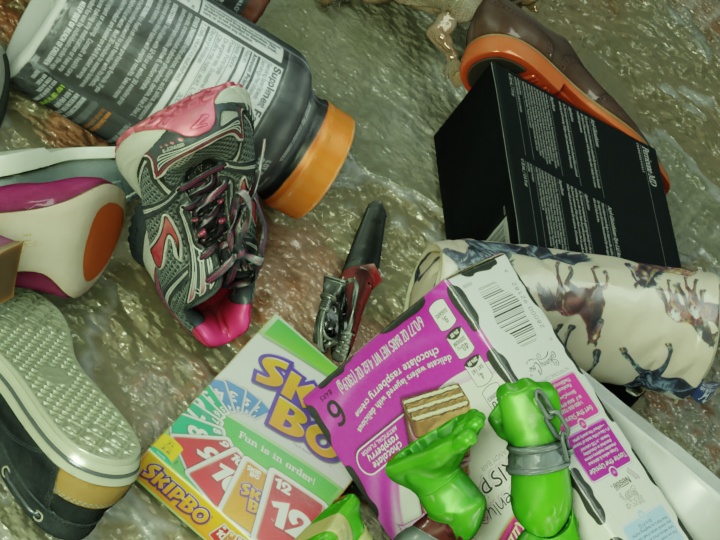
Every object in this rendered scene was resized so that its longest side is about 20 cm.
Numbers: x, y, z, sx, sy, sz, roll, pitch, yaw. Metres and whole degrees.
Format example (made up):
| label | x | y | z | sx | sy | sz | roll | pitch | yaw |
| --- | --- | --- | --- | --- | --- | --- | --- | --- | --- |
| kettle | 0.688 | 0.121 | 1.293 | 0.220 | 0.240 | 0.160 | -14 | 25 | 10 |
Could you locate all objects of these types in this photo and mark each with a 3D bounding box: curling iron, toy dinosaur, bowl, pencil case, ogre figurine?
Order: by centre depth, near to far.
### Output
| label | x | y | z | sx | sy | sz | roll | pitch | yaw |
| --- | --- | --- | --- | --- | --- | --- | --- | --- | --- |
| ogre figurine | 0.040 | 0.154 | 1.512 | 0.200 | 0.098 | 0.120 | -40 | 100 | -21 |
| bowl | 0.167 | 0.136 | 1.688 | 0.200 | 0.075 | 0.200 | 38 | 2 | -46 |
| curling iron | 0.000 | 0.000 | 1.780 | 0.025 | 0.050 | 0.200 | 11 | 23 | 6 |
| pencil case | 0.119 | 0.032 | 1.782 | 0.199 | 0.090 | 0.078 | 7 | 23 | -15 |
| toy dinosaur | 0.045 | -0.209 | 2.070 | 0.199 | 0.086 | 0.136 | 26 | 24 | 0 |

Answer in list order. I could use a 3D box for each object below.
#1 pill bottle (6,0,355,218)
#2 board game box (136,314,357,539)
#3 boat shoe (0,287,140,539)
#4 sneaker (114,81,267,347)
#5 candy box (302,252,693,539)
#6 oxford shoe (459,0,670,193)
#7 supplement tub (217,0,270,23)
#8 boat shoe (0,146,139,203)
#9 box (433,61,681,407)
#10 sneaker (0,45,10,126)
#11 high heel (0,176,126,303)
| label | x | y | z | sx | sy | sz | roll | pitch | yaw |
| --- | --- | --- | --- | --- | --- | --- | --- | --- | --- |
| pill bottle | -0.102 | -0.108 | 1.745 | 0.200 | 0.106 | 0.106 | 31 | 32 | -17 |
| board game box | -0.047 | 0.093 | 1.626 | 0.095 | 0.030 | 0.200 | 41 | 28 | 0 |
| boat shoe | -0.172 | 0.063 | 1.492 | 0.074 | 0.062 | 0.200 | 7 | 28 | -36 |
| sneaker | -0.081 | -0.033 | 1.602 | 0.080 | 0.200 | 0.075 | -24 | 65 | -12 |
| candy box | 0.074 | 0.112 | 1.592 | 0.061 | 0.136 | 0.200 | -24 | 77 | -49 |
| oxford shoe | 0.147 | -0.117 | 2.031 | 0.200 | 0.071 | 0.073 | 41 | 41 | -35 |
| supplement tub | -0.153 | -0.211 | 1.822 | 0.200 | 0.107 | 0.107 | 17 | 38 | -34 |
| boat shoe | -0.171 | -0.036 | 1.634 | 0.200 | 0.073 | 0.062 | -9 | 94 | -64 |
| box | 0.130 | -0.024 | 1.921 | 0.141 | 0.079 | 0.200 | 24 | 33 | -21 |
| sneaker | -0.240 | -0.087 | 1.588 | 0.071 | 0.083 | 0.200 | 43 | 30 | 5 |
| high heel | -0.192 | -0.025 | 1.518 | 0.096 | 0.068 | 0.200 | 19 | 11 | 16 |
